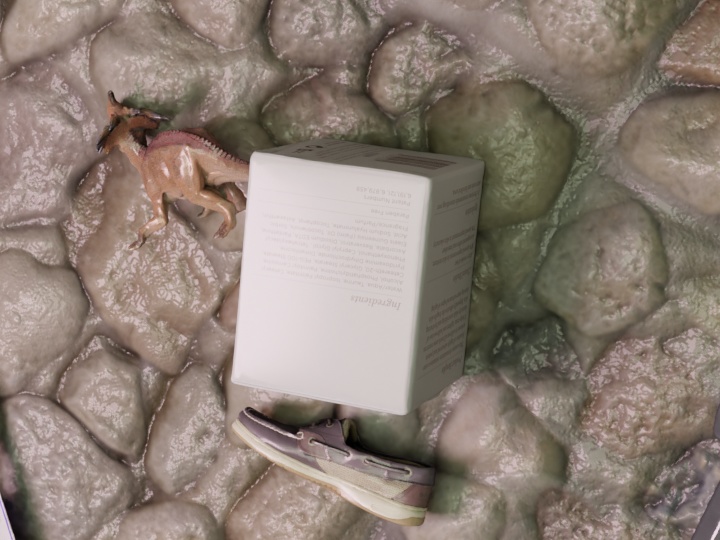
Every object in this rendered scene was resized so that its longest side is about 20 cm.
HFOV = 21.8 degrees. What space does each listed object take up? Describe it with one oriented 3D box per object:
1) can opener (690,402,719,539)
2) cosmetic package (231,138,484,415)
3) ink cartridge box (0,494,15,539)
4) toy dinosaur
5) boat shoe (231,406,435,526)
[{"bbox_3d":[0.316,0.178,1.597,0.067,0.053,0.202,39,113,45],"label":"can opener"},{"bbox_3d":[0.000,0.000,1.613,0.165,0.167,0.202,9,100,18],"label":"cosmetic package"},{"bbox_3d":[-0.438,0.218,1.871,0.198,0.043,0.200,-16,92,23],"label":"ink cartridge box"},{"bbox_3d":[-0.164,-0.100,1.681,0.199,0.086,0.137,-4,113,38],"label":"toy dinosaur"},{"bbox_3d":[-0.022,0.165,1.702,0.199,0.072,0.065,25,94,18],"label":"boat shoe"}]
